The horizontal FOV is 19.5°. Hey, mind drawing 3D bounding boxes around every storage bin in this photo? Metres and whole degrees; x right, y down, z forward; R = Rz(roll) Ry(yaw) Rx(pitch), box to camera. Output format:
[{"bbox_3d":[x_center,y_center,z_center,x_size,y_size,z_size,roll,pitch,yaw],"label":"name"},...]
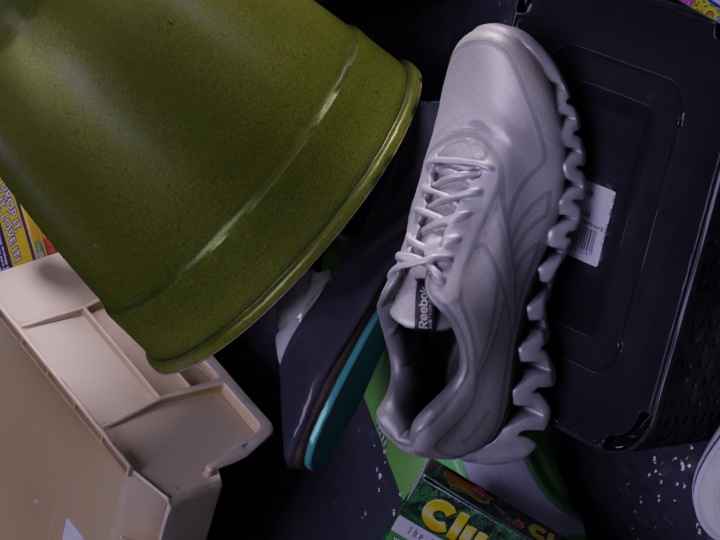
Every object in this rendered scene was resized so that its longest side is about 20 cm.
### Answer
[{"bbox_3d":[0.130,-0.029,0.977,0.135,0.093,0.202,26,108,40],"label":"storage bin"},{"bbox_3d":[-0.152,0.120,1.216,0.199,0.093,0.201,45,135,31],"label":"storage bin"}]

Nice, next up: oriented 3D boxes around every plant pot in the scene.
[{"bbox_3d":[-0.107,-0.087,1.022,0.193,0.201,0.200,41,130,-17],"label":"plant pot"}]

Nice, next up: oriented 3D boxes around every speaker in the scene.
[{"bbox_3d":[0.047,0.072,1.065,0.088,0.088,0.201,-36,67,38],"label":"speaker"}]

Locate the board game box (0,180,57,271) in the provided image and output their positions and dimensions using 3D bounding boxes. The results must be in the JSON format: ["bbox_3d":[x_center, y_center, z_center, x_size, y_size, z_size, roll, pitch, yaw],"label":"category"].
[{"bbox_3d":[-0.261,-0.051,1.379,0.165,0.056,0.202,-32,69,38],"label":"board game box"}]

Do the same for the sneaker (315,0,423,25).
[{"bbox_3d":[0.003,-0.181,1.111,0.199,0.070,0.083,-11,82,42],"label":"sneaker"}]

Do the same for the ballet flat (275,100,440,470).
[{"bbox_3d":[0.000,0.000,1.013,0.073,0.073,0.201,20,73,41],"label":"ballet flat"}]

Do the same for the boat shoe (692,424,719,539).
[{"bbox_3d":[0.214,0.078,0.892,0.201,0.086,0.075,-34,97,36],"label":"boat shoe"}]

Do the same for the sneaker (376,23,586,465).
[{"bbox_3d":[0.049,-0.011,0.937,0.075,0.081,0.202,7,95,45],"label":"sneaker"}]

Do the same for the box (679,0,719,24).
[{"bbox_3d":[0.168,-0.212,0.858,0.199,0.122,0.194,31,115,6],"label":"box"}]

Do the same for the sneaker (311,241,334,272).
[{"bbox_3d":[-0.081,0.000,1.208,0.199,0.076,0.089,24,120,46],"label":"sneaker"}]

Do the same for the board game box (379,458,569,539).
[{"bbox_3d":[0.093,0.181,0.992,0.199,0.023,0.105,31,119,1],"label":"board game box"}]

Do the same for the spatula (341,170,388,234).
[{"bbox_3d":[-0.041,-0.063,1.171,0.200,0.056,0.021,32,138,49],"label":"spatula"}]
